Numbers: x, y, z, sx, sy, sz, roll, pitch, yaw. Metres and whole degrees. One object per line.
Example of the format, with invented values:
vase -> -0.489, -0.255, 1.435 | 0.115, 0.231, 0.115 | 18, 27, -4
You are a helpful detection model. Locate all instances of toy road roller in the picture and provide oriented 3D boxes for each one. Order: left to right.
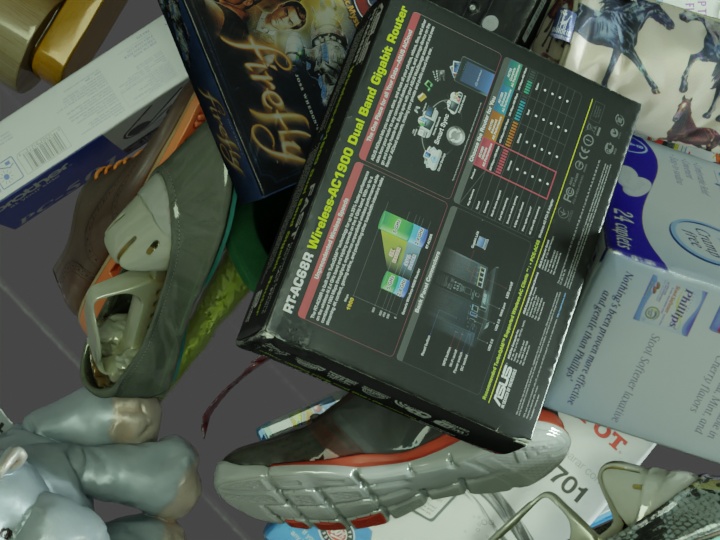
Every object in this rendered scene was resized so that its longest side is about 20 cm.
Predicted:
toy road roller -> -0.199, -0.220, 0.982 | 0.123, 0.146, 0.201 | 30, 88, 3

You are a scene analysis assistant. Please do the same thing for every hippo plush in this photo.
hippo plush -> -0.187, 0.129, 0.955 | 0.200, 0.161, 0.159 | 44, 89, 3

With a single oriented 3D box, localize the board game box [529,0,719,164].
board game box -> 0.173, -0.114, 1.018 | 0.199, 0.040, 0.154 | 9, 87, 2

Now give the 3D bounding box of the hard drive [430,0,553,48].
hard drive -> 0.039, -0.222, 1.004 | 0.199, 0.038, 0.140 | 26, 88, 19

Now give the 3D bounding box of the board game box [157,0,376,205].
board game box -> -0.041, -0.154, 0.869 | 0.135, 0.035, 0.201 | -26, 97, -27

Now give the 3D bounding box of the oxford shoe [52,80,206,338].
oxford shoe -> -0.136, -0.048, 0.979 | 0.073, 0.071, 0.200 | 45, 118, 23

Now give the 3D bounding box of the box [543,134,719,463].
box -> 0.208, 0.020, 0.916 | 0.199, 0.184, 0.105 | 18, 117, -4

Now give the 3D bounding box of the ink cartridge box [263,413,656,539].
ink cartridge box -> 0.060, 0.126, 0.969 | 0.146, 0.086, 0.200 | 40, 90, 4

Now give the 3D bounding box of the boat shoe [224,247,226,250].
boat shoe -> -0.012, -0.075, 1.010 | 0.199, 0.073, 0.063 | -20, 97, 13

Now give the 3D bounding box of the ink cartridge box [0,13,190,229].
ink cartridge box -> -0.154, -0.100, 1.001 | 0.200, 0.094, 0.044 | -33, 86, 0

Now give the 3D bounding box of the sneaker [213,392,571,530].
sneaker -> 0.015, 0.090, 0.908 | 0.199, 0.077, 0.082 | -10, 57, 3

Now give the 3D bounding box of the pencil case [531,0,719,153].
pencil case -> 0.201, -0.117, 0.948 | 0.199, 0.078, 0.090 | 13, 119, -4

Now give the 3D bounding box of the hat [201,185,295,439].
hat -> 0.000, 0.000, 0.982 | 0.199, 0.176, 0.166 | 4, 63, 6

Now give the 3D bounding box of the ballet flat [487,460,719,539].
ballet flat -> 0.130, 0.143, 0.875 | 0.200, 0.072, 0.072 | -29, 86, 14

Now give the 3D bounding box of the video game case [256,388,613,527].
video game case -> 0.053, 0.125, 1.020 | 0.199, 0.018, 0.144 | -24, 87, 0

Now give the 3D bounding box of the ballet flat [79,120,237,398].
ballet flat -> -0.120, 0.001, 0.920 | 0.063, 0.201, 0.068 | -3, 44, -28

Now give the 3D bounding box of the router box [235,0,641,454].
router box -> 0.042, -0.024, 0.833 | 0.149, 0.062, 0.201 | 25, 75, -13
